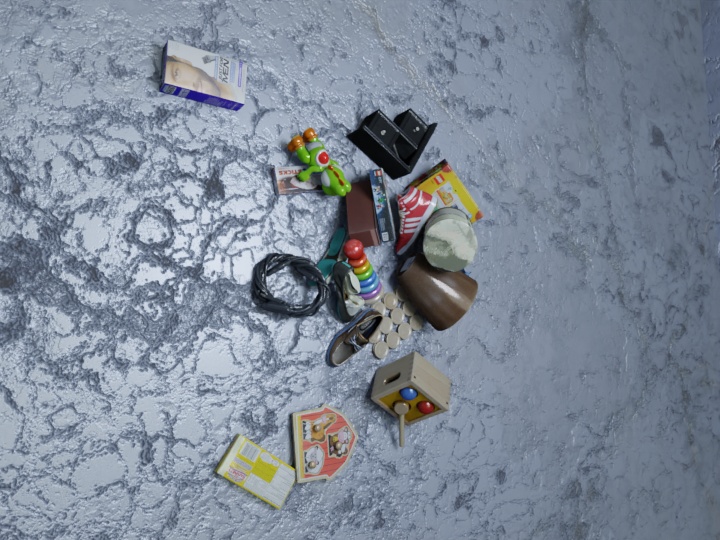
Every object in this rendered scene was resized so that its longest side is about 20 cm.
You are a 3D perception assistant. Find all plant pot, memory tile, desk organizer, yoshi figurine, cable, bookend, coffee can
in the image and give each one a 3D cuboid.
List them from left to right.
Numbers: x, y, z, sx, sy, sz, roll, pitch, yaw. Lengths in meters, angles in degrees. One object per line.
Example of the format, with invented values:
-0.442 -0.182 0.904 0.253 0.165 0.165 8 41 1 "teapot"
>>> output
-0.175 0.037 1.454 0.199 0.051 0.164 9 67 -8 "cable"
-0.106 -0.274 1.505 0.200 0.112 0.112 51 20 1 "yoshi figurine"
0.006 -0.157 1.552 0.072 0.077 0.201 72 10 -50 "desk organizer"
0.090 0.147 1.647 0.200 0.017 0.154 -33 103 -29 "memory tile"
0.098 -0.412 1.655 0.199 0.092 0.201 39 66 -23 "bookend"
0.206 0.041 1.636 0.200 0.187 0.187 39 67 -14 "plant pot"
0.250 -0.092 1.586 0.145 0.200 0.147 2 105 7 "coffee can"

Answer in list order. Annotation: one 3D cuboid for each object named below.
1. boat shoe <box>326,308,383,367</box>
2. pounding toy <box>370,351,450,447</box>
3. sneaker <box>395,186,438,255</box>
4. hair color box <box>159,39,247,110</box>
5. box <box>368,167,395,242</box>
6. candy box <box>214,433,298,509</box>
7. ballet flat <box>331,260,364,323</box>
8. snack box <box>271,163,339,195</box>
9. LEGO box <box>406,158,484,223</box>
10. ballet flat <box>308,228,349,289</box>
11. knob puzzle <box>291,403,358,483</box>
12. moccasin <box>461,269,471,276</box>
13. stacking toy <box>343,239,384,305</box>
-0.014 0.183 1.536 0.072 0.072 0.200 44 74 -19 "boat shoe"
0.133 0.363 1.567 0.184 0.200 0.143 40 38 -22 "pounding toy"
0.130 -0.150 1.645 0.112 0.071 0.201 28 102 -13 "sneaker"
-0.384 -0.476 1.381 0.199 0.065 0.110 6 83 -30 "hair color box"
0.063 -0.184 1.583 0.037 0.137 0.201 -10 98 6 "box"
-0.253 0.501 1.397 0.200 0.026 0.102 41 67 -23 "candy box"
-0.031 0.067 1.502 0.068 0.068 0.201 -45 136 -39 "ballet flat"
-0.142 -0.249 1.532 0.199 0.024 0.072 -10 89 -32 "snack box"
0.254 -0.209 1.699 0.149 0.077 0.200 -34 108 14 "LEGO box"
-0.069 -0.022 1.536 0.072 0.072 0.201 37 68 -24 "ballet flat"
-0.085 0.456 1.492 0.219 0.030 0.221 9 75 -35 "knob puzzle"
0.290 0.006 1.751 0.200 0.068 0.081 42 66 -22 "moccasin"
0.000 0.000 1.520 0.085 0.085 0.201 -47 135 -26 "stacking toy"
